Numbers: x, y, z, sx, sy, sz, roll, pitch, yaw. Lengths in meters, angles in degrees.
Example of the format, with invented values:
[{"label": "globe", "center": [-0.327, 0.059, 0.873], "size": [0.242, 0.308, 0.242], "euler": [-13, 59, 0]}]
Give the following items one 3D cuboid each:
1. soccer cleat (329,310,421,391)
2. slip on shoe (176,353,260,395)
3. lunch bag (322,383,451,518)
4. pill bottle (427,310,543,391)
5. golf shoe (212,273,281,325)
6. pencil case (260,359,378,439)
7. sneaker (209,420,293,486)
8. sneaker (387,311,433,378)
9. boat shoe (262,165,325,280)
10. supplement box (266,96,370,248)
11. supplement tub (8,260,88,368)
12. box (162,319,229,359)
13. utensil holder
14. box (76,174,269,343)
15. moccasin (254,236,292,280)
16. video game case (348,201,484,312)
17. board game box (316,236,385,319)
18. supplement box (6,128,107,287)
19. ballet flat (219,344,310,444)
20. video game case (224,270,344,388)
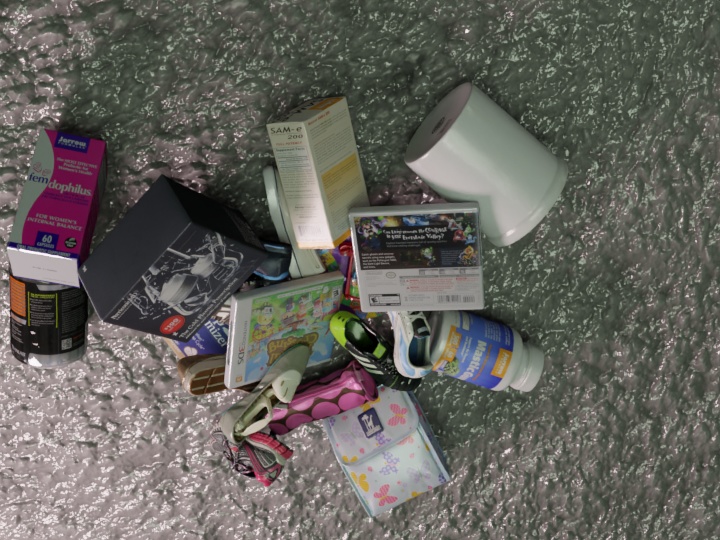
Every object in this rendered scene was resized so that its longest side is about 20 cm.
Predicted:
[{"label": "soccer cleat", "center": [0.030, 0.141, 1.551], "size": [0.199, 0.081, 0.068], "euler": [40, 81, -18]}, {"label": "slip on shoe", "center": [-0.218, 0.169, 1.572], "size": [0.198, 0.060, 0.077], "euler": [-4, 118, -38]}, {"label": "lunch bag", "center": [0.043, 0.306, 1.641], "size": [0.168, 0.127, 0.202], "euler": [-26, 98, 6]}, {"label": "pill bottle", "center": [0.209, 0.140, 1.590], "size": [0.198, 0.112, 0.113], "euler": [19, 111, -12]}, {"label": "golf shoe", "center": [-0.221, 0.060, 1.500], "size": [0.197, 0.078, 0.096], "euler": [-10, 113, -3]}, {"label": "pencil case", "center": [-0.073, 0.218, 1.596], "size": [0.198, 0.092, 0.094], "euler": [-23, 146, 9]}, {"label": "sneaker", "center": [-0.203, 0.312, 1.595], "size": [0.081, 0.199, 0.075], "euler": [43, 65, -32]}, {"label": "sneaker", "center": [0.081, 0.075, 1.518], "size": [0.071, 0.072, 0.203], "euler": [-13, 91, -43]}, {"label": "boat shoe", "center": [-0.102, -0.078, 1.486], "size": [0.069, 0.071, 0.202], "euler": [-16, 111, 1]}, {"label": "supplement box", "center": [-0.060, -0.149, 1.420], "size": [0.073, 0.126, 0.202], "euler": [1, 115, 32]}, {"label": "supplement tub", "center": [-0.495, 0.042, 1.476], "size": [0.121, 0.123, 0.202], "euler": [5, 113, -8]}, {"label": "box", "center": [-0.238, 0.076, 1.565], "size": [0.199, 0.032, 0.122], "euler": [-32, 112, 8]}, {"label": "utensil holder", "center": [0.190, -0.165, 1.428], "size": [0.199, 0.170, 0.170], "euler": [38, 106, -16]}, {"label": "box", "center": [-0.270, -0.010, 1.349], "size": [0.200, 0.104, 0.182], "euler": [-46, 147, 14]}, {"label": "moccasin", "center": [-0.195, -0.055, 1.474], "size": [0.198, 0.080, 0.069], "euler": [24, 107, 5]}, {"label": "video game case", "center": [0.089, -0.018, 1.431], "size": [0.197, 0.023, 0.184], "euler": [-2, 122, 10]}, {"label": "board game box", "center": [0.000, 0.000, 1.547], "size": [0.157, 0.039, 0.200], "euler": [-36, 111, 10]}, {"label": "supplement box", "center": [-0.445, -0.093, 1.375], "size": [0.100, 0.202, 0.104], "euler": [10, 153, -10]}, {"label": "ballet flat", "center": [-0.147, 0.210, 1.535], "size": [0.200, 0.064, 0.067], "euler": [-43, 139, 1]}, {"label": "video game case", "center": [-0.125, 0.097, 1.524], "size": [0.198, 0.022, 0.184], "euler": [-13, 130, -31]}]
